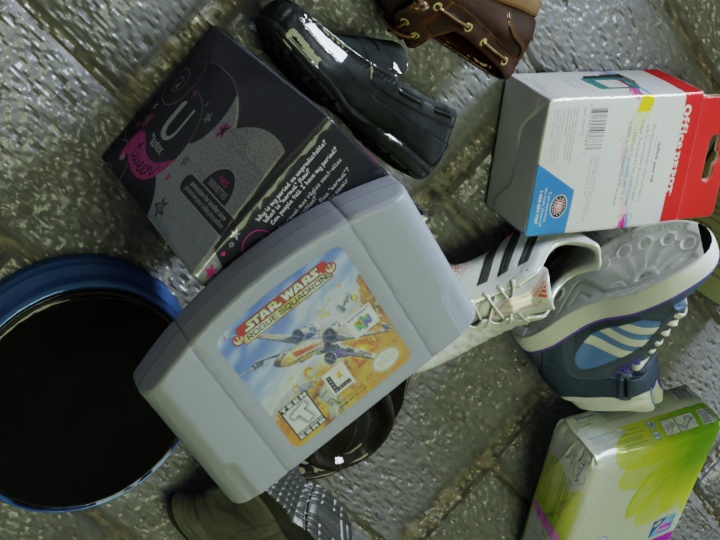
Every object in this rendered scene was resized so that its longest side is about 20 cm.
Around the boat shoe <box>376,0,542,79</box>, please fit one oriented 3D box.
[{"bbox_3d":[0.051,-0.194,0.989,0.198,0.070,0.071,17,101,-35],"label":"boat shoe"}]

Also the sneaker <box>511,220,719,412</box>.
[{"bbox_3d":[0.242,0.051,1.163,0.198,0.081,0.146,-28,125,27],"label":"sneaker"}]

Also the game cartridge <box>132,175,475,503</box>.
[{"bbox_3d":[-0.033,0.040,0.832,0.199,0.042,0.134,-38,131,-5],"label":"game cartridge"}]

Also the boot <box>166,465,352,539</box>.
[{"bbox_3d":[-0.105,0.174,1.064,0.129,0.068,0.201,-16,120,28],"label":"boot"}]

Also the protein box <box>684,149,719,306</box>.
[{"bbox_3d":[0.400,-0.033,1.190,0.134,0.198,0.202,27,99,-36],"label":"protein box"}]

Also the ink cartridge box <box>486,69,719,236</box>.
[{"bbox_3d":[0.210,-0.101,1.130,0.197,0.067,0.118,-5,117,-28],"label":"ink cartridge box"}]

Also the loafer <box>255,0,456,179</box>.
[{"bbox_3d":[0.001,-0.142,0.993,0.200,0.068,0.071,37,85,-42],"label":"loafer"}]

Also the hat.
[{"bbox_3d":[-0.021,0.098,1.088,0.198,0.081,0.204,-12,119,-23],"label":"hat"}]

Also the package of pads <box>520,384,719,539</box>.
[{"bbox_3d":[0.235,0.207,1.276,0.152,0.068,0.202,-12,133,-25],"label":"package of pads"}]

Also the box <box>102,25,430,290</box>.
[{"bbox_3d":[-0.070,-0.056,0.908,0.132,0.200,0.115,-48,126,2],"label":"box"}]

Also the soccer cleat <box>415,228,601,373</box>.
[{"bbox_3d":[0.111,0.021,1.106,0.199,0.085,0.069,-34,126,-25],"label":"soccer cleat"}]

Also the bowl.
[{"bbox_3d":[-0.210,0.089,1.002,0.198,0.039,0.204,-13,120,-24],"label":"bowl"}]
